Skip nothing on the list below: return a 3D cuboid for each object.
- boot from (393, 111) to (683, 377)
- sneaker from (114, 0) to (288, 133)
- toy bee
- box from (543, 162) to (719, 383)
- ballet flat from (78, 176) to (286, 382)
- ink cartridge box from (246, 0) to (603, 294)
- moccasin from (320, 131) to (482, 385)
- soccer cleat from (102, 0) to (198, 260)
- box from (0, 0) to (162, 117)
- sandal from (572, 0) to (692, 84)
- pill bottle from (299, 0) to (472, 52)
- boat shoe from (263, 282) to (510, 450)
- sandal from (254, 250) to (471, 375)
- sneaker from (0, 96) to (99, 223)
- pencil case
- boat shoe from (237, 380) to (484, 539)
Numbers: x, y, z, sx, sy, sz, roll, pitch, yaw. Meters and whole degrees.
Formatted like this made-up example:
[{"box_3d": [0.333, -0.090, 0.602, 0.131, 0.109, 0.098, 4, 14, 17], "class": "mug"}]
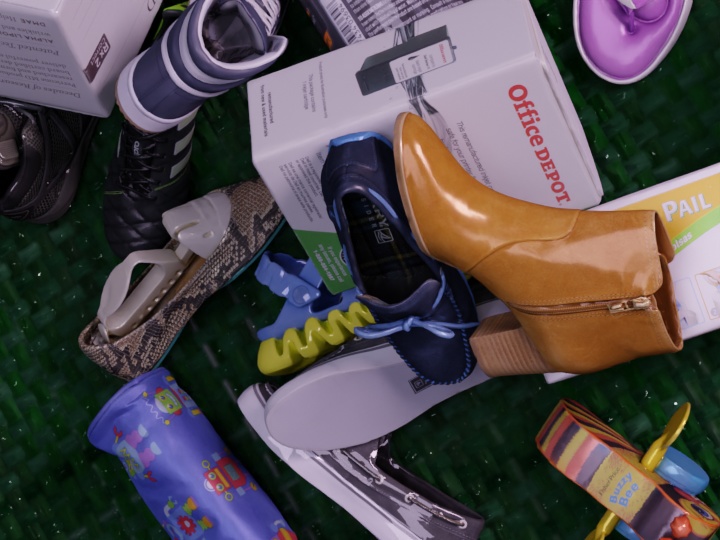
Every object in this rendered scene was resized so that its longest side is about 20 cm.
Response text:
[{"box_3d": [0.116, -0.026, 1.338, 0.144, 0.071, 0.201, -14, 113, 26], "class": "boot"}, {"box_3d": [-0.080, -0.177, 1.466, 0.070, 0.200, 0.108, 46, 138, -12], "class": "sneaker"}, {"box_3d": [0.202, 0.152, 1.433, 0.200, 0.109, 0.131, 14, 95, 18], "class": "toy bee"}, {"box_3d": [0.209, -0.006, 1.421, 0.200, 0.112, 0.101, -20, 87, 20], "class": "box"}, {"box_3d": [-0.133, -0.002, 1.553, 0.200, 0.075, 0.068, -47, 40, 16], "class": "ballet flat"}, {"box_3d": [0.043, -0.085, 1.421, 0.200, 0.147, 0.083, -18, 44, 11], "class": "ink cartridge box"}, {"box_3d": [0.018, 0.006, 1.381, 0.080, 0.068, 0.200, -19, 123, 19], "class": "moccasin"}, {"box_3d": [-0.152, -0.102, 1.556, 0.067, 0.081, 0.200, 21, 99, 17], "class": "soccer cleat"}, {"box_3d": [-0.246, -0.238, 1.516, 0.200, 0.131, 0.199, 12, 65, 17], "class": "box"}, {"box_3d": [0.195, -0.226, 1.449, 0.082, 0.050, 0.203, 23, 100, 17], "class": "sandal"}, {"box_3d": [-0.002, -0.222, 1.488, 0.106, 0.106, 0.200, -34, 81, 17], "class": "pill bottle"}, {"box_3d": [0.025, 0.065, 1.492, 0.200, 0.057, 0.069, -22, 125, -1], "class": "boat shoe"}, {"box_3d": [0.000, 0.000, 1.513, 0.200, 0.079, 0.087, -26, 81, 17], "class": "sandal"}, {"box_3d": [-0.238, -0.133, 1.569, 0.076, 0.114, 0.200, 19, 95, 16], "class": "sneaker"}, {"box_3d": [-0.117, 0.168, 1.559, 0.200, 0.078, 0.087, 52, 131, 10], "class": "pencil case"}, {"box_3d": [0.004, 0.136, 1.522, 0.200, 0.070, 0.066, 41, 98, 12], "class": "boat shoe"}]
